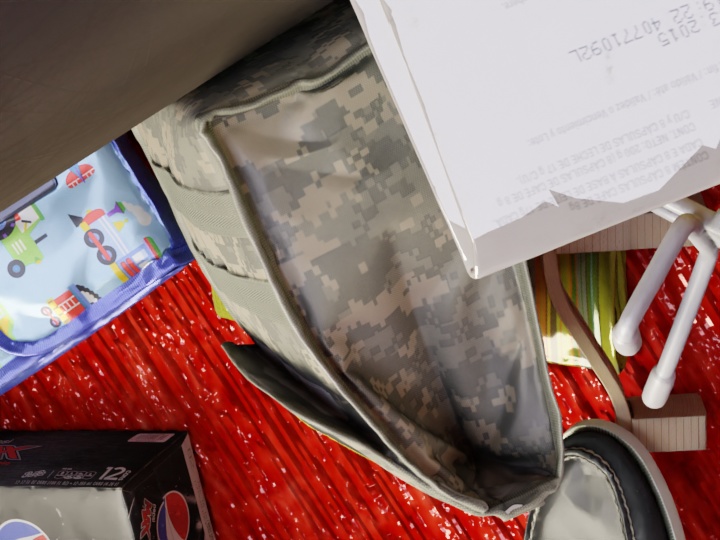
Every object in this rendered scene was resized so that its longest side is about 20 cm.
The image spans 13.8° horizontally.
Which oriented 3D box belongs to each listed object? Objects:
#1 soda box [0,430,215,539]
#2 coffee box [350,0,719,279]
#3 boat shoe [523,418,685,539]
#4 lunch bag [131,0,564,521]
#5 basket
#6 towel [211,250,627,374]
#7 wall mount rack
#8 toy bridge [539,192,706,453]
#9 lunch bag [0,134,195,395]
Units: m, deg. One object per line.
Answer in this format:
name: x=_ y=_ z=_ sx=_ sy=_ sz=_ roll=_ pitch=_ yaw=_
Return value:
soda box: x=-0.171 y=0.118 z=1.405 sx=0.200 sy=0.063 sz=0.071 roll=-1 pitch=112 yaw=30
coffee box: x=0.103 y=-0.147 z=1.022 sx=0.200 sy=0.198 sz=0.200 roll=-21 pitch=102 yaw=18
boat shoe: x=0.087 y=0.162 z=1.226 sx=0.074 sy=0.066 sz=0.199 roll=19 pitch=116 yaw=34
lunch bag: x=0.000 y=0.000 z=1.160 sx=0.118 sy=0.164 sz=0.200 roll=-28 pitch=106 yaw=-8
basket: x=-0.101 y=-0.117 z=1.086 sx=0.200 sy=0.180 sz=0.136 roll=-27 pitch=128 yaw=-2
towel: x=0.020 y=-0.006 z=1.269 sx=0.200 sy=0.018 sz=0.086 roll=7 pitch=114 yaw=27
wall mount rack: x=0.164 y=0.038 z=1.087 sx=0.200 sy=0.174 sz=0.075 roll=28 pitch=89 yaw=14
toy bridge: x=0.105 y=-0.020 z=1.192 sx=0.067 sy=0.027 sz=0.200 roll=-3 pitch=113 yaw=0
lunch bag: x=-0.172 y=-0.028 z=1.335 sx=0.200 sy=0.094 sz=0.151 roll=-34 pitch=90 yaw=24
